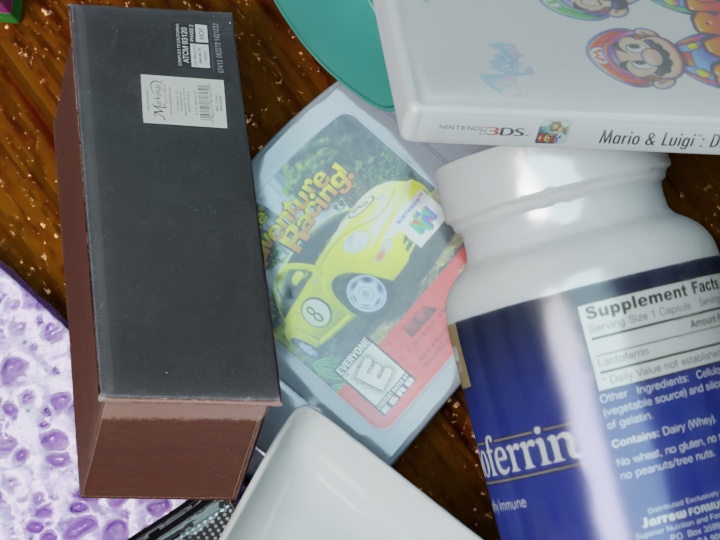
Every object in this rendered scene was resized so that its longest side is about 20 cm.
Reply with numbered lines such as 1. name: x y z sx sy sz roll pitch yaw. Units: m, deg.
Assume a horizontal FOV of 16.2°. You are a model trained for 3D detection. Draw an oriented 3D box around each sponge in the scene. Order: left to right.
1. sponge: -0.130 0.094 1.095 0.200 0.030 0.112 41 89 3

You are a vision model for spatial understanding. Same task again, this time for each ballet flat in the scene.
1. ballet flat: -0.024 -0.152 1.087 0.200 0.068 0.072 43 49 17

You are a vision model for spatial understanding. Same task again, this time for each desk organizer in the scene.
1. desk organizer: -0.084 -0.009 1.042 0.071 0.077 0.201 2 53 -14

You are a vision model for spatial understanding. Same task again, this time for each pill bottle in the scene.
1. pill bottle: 0.099 0.044 1.020 0.115 0.116 0.201 -14 86 0

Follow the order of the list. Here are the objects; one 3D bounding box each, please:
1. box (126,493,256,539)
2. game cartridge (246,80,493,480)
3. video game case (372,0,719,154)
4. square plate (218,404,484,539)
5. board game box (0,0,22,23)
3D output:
1. box: -0.071 0.215 1.057 0.160 0.044 0.200 -32 98 -4
2. game cartridge: 0.000 0.000 1.097 0.133 0.041 0.200 40 88 7
3. video game case: 0.092 -0.123 1.030 0.181 0.024 0.200 2 46 -13
4. square plate: -0.003 0.191 1.025 0.198 0.028 0.200 38 69 -15
5. board game box: -0.225 -0.142 1.027 0.152 0.200 0.040 5 86 2
